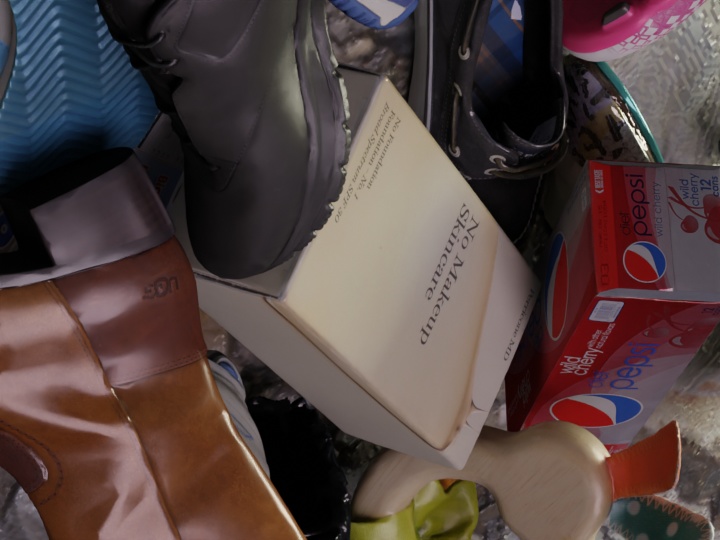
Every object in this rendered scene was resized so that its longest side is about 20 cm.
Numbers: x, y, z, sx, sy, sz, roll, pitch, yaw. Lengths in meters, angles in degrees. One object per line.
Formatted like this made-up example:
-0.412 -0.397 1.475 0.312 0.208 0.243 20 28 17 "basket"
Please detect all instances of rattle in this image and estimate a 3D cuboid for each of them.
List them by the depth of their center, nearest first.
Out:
0.098 0.112 0.923 0.200 0.131 0.142 -35 159 28 "rattle"

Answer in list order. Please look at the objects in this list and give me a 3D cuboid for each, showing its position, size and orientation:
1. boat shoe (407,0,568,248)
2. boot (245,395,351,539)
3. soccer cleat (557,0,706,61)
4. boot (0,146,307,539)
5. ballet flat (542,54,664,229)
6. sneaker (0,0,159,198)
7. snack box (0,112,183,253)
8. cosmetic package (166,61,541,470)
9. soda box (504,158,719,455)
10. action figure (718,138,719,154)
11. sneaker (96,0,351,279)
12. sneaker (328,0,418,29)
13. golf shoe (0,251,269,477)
0.065 -0.077 0.852 0.070 0.066 0.201 -21 133 -22 "boat shoe"
-0.027 0.169 0.887 0.073 0.199 0.163 -10 138 -18 "boot"
0.173 -0.160 0.859 0.200 0.070 0.086 -49 134 1 "soccer cleat"
-0.127 0.081 0.710 0.188 0.068 0.201 -28 109 -21 "boot"
0.128 -0.030 0.931 0.072 0.072 0.200 -44 142 1 "ballet flat"
-0.118 -0.107 0.681 0.076 0.081 0.201 -23 144 -23 "sneaker"
-0.109 -0.025 0.791 0.072 0.024 0.201 22 108 -46 "snack box"
0.000 0.000 0.816 0.200 0.073 0.104 44 66 -56 "cosmetic package"
0.115 0.023 0.898 0.063 0.071 0.200 3 155 -7 "soda box"
0.233 -0.082 0.952 0.119 0.102 0.201 -37 136 -17 "action figure"
-0.051 -0.081 0.653 0.090 0.076 0.201 -19 131 -33 "sneaker"
-0.020 -0.167 0.708 0.088 0.075 0.200 -47 139 4 "sneaker"
-0.110 0.055 0.765 0.199 0.097 0.079 19 113 -42 "golf shoe"
